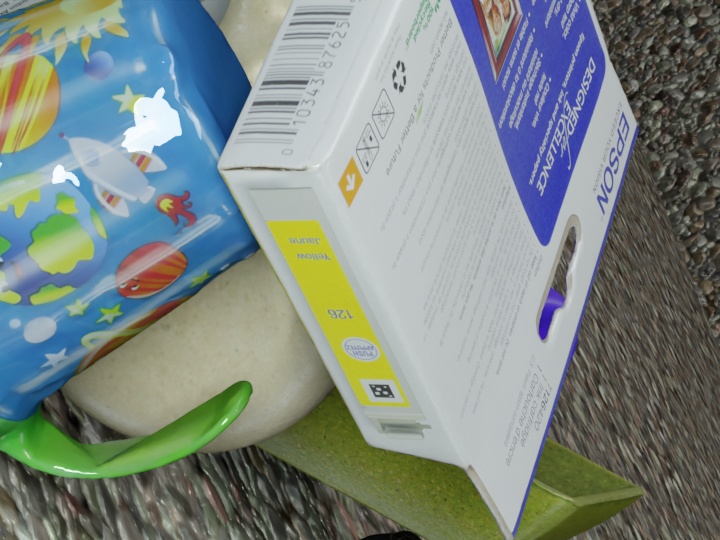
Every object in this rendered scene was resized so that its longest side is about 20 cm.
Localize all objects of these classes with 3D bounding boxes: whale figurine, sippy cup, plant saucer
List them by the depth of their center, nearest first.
[{"bbox_3d":[-0.099,-0.029,0.884,0.178,0.130,0.140,51,17,-48],"label":"sippy cup"},{"bbox_3d":[-0.043,-0.034,0.998,0.159,0.200,0.104,23,10,5],"label":"whale figurine"},{"bbox_3d":[0.014,0.073,1.192,0.200,0.048,0.200,28,4,14],"label":"plant saucer"}]

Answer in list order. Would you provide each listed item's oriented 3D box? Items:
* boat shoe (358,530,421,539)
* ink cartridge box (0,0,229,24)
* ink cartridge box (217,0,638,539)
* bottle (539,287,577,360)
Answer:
[{"bbox_3d":[0.023,0.155,1.176,0.075,0.073,0.200,63,11,-8],"label":"boat shoe"},{"bbox_3d":[-0.112,-0.130,1.004,0.084,0.146,0.200,65,10,22],"label":"ink cartridge box"},{"bbox_3d":[0.032,-0.043,0.934,0.200,0.047,0.198,67,35,-46],"label":"ink cartridge box"},{"bbox_3d":[0.000,0.000,1.211,0.200,0.065,0.083,29,10,33],"label":"bottle"}]
